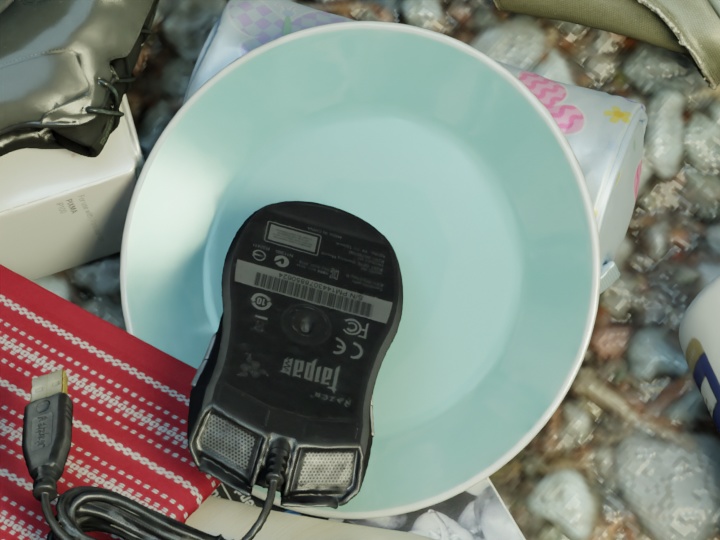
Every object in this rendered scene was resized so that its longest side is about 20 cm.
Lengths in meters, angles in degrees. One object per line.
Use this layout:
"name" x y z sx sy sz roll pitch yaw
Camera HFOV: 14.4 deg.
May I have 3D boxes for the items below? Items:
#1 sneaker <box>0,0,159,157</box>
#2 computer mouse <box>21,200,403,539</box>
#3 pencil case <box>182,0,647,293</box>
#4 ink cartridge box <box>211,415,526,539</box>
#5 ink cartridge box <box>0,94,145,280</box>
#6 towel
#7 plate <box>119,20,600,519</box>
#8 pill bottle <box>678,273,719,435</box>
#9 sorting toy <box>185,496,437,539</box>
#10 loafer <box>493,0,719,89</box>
"sneaker" -0.116 -0.098 1.171 0.200 0.076 0.091 -41 79 -4
"computer mouse" -0.057 0.052 1.085 0.139 0.046 0.201 11 48 -8
"pencil case" 0.022 -0.053 1.215 0.199 0.083 0.091 15 64 11
"ink cartridge box" -0.031 0.137 1.165 0.199 0.043 0.199 -29 68 -5
"ink cartridge box" -0.199 -0.059 1.238 0.199 0.083 0.147 -17 67 -1
"towel" -0.135 0.073 1.083 0.144 0.023 0.200 27 36 12
"plate" 0.000 0.000 1.160 0.198 0.026 0.202 -1 85 11
"pill bottle" 0.212 0.087 1.124 0.110 0.111 0.201 -21 68 -3
"sorting toy" -0.039 0.169 1.078 0.179 0.107 0.201 22 76 16
"loafer" 0.090 -0.134 1.255 0.200 0.075 0.070 38 87 23
